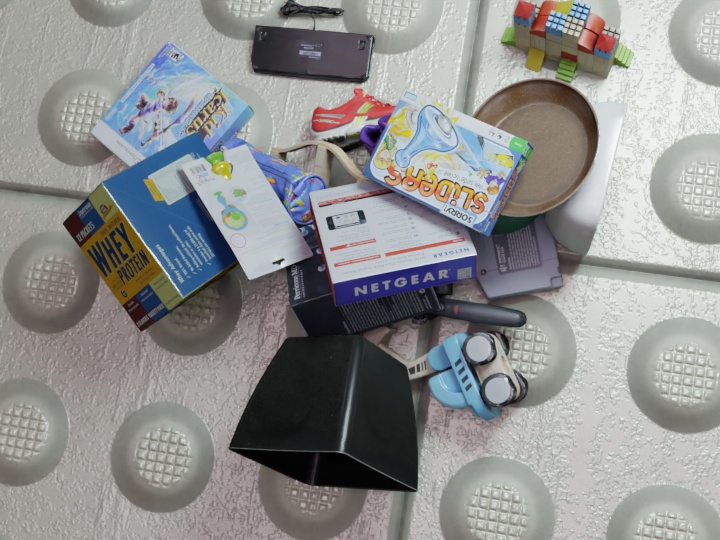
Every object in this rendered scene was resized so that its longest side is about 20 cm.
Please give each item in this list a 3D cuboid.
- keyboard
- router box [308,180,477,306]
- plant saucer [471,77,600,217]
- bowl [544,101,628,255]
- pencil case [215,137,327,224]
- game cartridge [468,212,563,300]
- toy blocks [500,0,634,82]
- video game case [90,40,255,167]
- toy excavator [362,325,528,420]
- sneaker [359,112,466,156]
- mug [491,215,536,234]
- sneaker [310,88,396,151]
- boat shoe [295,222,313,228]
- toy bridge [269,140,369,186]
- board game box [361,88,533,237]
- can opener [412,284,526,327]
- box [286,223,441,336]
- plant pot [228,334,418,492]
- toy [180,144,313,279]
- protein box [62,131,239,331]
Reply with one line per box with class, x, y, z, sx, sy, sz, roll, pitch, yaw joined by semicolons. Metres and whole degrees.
keyboard;-0.075;-0.370;1.800;0.199;0.021;0.128;8;87;10
router box;0.041;-0.050;1.546;0.199;0.049;0.180;-11;48;-5
plant saucer;0.232;-0.162;1.523;0.200;0.037;0.201;-9;69;25
bowl;0.314;-0.133;1.593;0.074;0.200;0.201;15;81;10
pencil case;-0.143;-0.140;1.703;0.200;0.087;0.078;28;80;34
game cartridge;0.220;-0.061;1.682;0.133;0.042;0.201;-11;78;12
toy blocks;0.308;-0.356;1.670;0.199;0.137;0.100;21;83;13
video game case;-0.302;-0.237;1.800;0.181;0.045;0.200;39;88;13
toy excavator;0.116;0.142;1.637;0.199;0.100;0.195;-27;80;17
sneaker;0.070;-0.194;1.623;0.200;0.083;0.081;-9;45;48
mug;0.196;-0.154;1.627;0.151;0.114;0.186;-10;78;8
sneaker;0.016;-0.245;1.733;0.199;0.077;0.085;-11;73;7
boat shoe;-0.041;-0.086;1.713;0.199;0.071;0.065;-20;77;6
toy bridge;-0.057;-0.160;1.707;0.199;0.027;0.068;21;107;34
board game box;0.116;-0.148;1.524;0.199;0.034;0.136;27;92;25
can opener;0.144;0.054;1.643;0.199;0.063;0.079;14;101;25
box;0.000;0.000;1.639;0.199;0.107;0.149;-18;47;9
plant pot;-0.036;0.197;1.581;0.199;0.199;0.178;-5;63;34
toy;-0.168;-0.079;1.617;0.115;0.047;0.200;-22;76;-35
protein box;-0.280;-0.059;1.642;0.135;0.200;0.199;-33;94;45
